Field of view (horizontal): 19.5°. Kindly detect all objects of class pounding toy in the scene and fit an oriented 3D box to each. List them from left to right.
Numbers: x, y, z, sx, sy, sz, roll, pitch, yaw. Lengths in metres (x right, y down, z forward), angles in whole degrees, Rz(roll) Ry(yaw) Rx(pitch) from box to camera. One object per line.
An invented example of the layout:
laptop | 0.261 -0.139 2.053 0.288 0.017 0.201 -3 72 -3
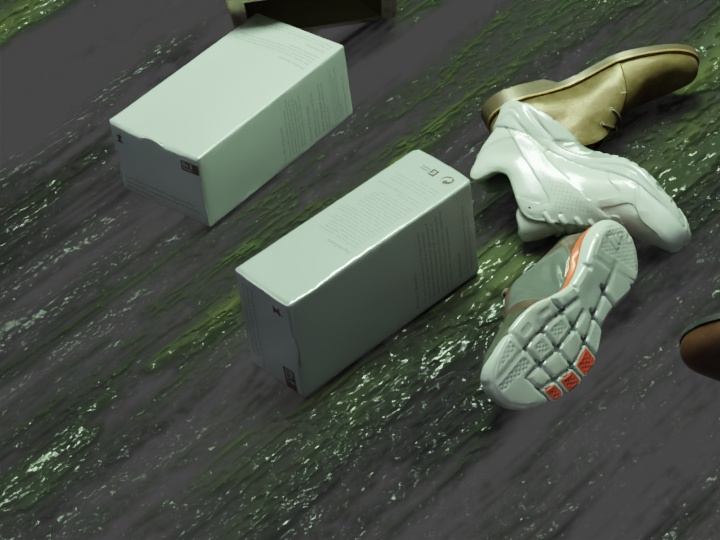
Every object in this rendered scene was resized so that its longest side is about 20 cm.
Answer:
pounding toy | -0.040 -0.315 1.940 0.184 0.200 0.142 -9 82 0

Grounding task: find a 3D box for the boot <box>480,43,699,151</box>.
boot | 0.211 -0.138 1.836 0.200 0.074 0.076 -20 60 -7

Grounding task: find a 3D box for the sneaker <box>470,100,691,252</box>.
sneaker | 0.178 -0.055 1.740 0.200 0.078 0.099 31 81 26

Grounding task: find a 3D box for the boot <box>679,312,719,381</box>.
boot | 0.299 0.129 1.517 0.188 0.069 0.200 16 53 16

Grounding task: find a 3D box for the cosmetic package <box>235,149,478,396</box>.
cosmetic package | 0.000 0.000 1.672 0.200 0.102 0.074 -33 45 -28

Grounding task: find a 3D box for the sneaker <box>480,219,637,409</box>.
sneaker | 0.142 0.040 1.642 0.082 0.077 0.200 -7 30 46

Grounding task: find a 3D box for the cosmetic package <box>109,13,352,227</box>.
cosmetic package | -0.113 -0.137 1.868 0.113 0.081 0.200 26 52 34
